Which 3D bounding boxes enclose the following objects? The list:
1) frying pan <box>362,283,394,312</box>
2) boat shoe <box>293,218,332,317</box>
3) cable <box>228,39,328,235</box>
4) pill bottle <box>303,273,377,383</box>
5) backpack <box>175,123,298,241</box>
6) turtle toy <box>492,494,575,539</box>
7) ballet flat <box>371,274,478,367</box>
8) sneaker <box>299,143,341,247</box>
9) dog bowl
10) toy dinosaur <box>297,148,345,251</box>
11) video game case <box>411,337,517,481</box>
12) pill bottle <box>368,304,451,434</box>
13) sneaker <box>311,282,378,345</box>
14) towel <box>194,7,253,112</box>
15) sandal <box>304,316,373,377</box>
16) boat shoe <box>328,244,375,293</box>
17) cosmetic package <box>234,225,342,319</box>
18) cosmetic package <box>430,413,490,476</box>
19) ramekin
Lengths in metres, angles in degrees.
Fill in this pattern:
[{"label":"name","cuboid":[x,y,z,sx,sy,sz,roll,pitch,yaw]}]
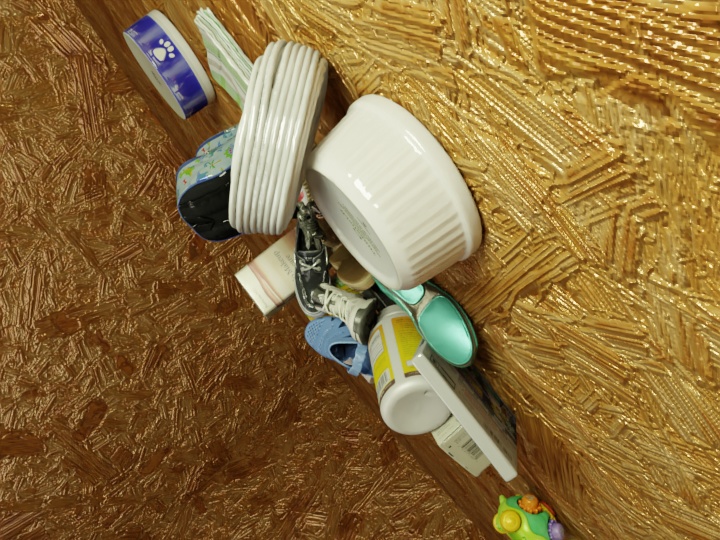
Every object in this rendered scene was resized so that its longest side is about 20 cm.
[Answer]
[{"label":"frying pan","cuboid":[0.054,0.079,1.142,0.190,0.031,0.115,49,170,-1]},{"label":"boat shoe","cuboid":[-0.089,-0.019,1.102,0.068,0.070,0.204,62,-152,-79]},{"label":"cable","cuboid":[-0.085,-0.133,0.637,0.068,0.204,0.200,13,173,-5]},{"label":"pill bottle","cuboid":[-0.013,0.113,1.173,0.200,0.111,0.111,49,169,22]},{"label":"backpack","cuboid":[-0.240,-0.159,1.140,0.184,0.197,0.148,63,-177,-52]},{"label":"turtle toy","cuboid":[0.340,0.503,1.151,0.200,0.101,0.146,47,167,20]},{"label":"ballet flat","cuboid":[0.095,0.049,0.842,0.200,0.067,0.070,47,-167,21]},{"label":"sneaker","cuboid":[-0.088,-0.134,0.940,0.112,0.071,0.202,26,145,56]},{"label":"dog bowl","cuboid":[-0.384,-0.411,1.228,0.201,0.079,0.200,48,169,13]},{"label":"toy dinosaur","cuboid":[-0.026,-0.101,0.822,0.203,0.101,0.136,68,155,8]},{"label":"video game case","cuboid":[0.153,0.173,0.863,0.201,0.023,0.182,51,-163,1]},{"label":"pill bottle","cuboid":[0.070,0.143,0.936,0.110,0.108,0.201,58,-169,-33]},{"label":"sneaker","cuboid":[-0.033,0.070,1.017,0.113,0.077,0.200,15,-178,3]},{"label":"towel","cuboid":[-0.200,-0.302,0.963,0.150,0.031,0.200,52,169,2]},{"label":"sandal","cuboid":[-0.029,0.132,1.063,0.198,0.081,0.086,18,-174,39]},{"label":"boat shoe","cuboid":[0.000,0.000,1.034,0.065,0.071,0.200,49,180,-18]},{"label":"cosmetic package","cuboid":[-0.134,-0.009,1.180,0.104,0.199,0.087,49,170,4]},{"label":"cosmetic package","cuboid":[0.142,0.216,0.971,0.103,0.073,0.200,43,-172,-28]},{"label":"ramekin","cuboid":[0.025,-0.070,0.631,0.203,0.094,0.203,48,168,14]}]
